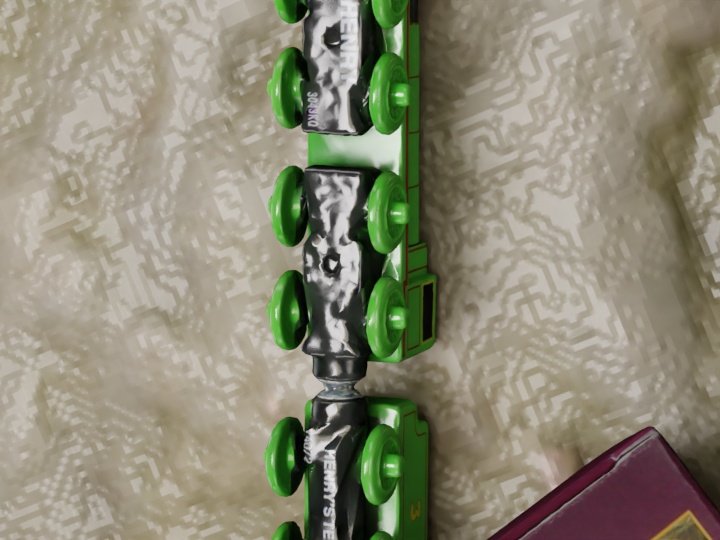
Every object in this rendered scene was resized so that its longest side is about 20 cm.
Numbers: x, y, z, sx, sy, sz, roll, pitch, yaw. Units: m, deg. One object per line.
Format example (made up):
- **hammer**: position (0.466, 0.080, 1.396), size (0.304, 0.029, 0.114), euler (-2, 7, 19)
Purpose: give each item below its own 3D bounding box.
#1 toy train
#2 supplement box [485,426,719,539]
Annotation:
- **toy train**: position (0.000, 0.000, 0.785), size (0.042, 0.056, 0.201), euler (4, 99, 22)
- **supplement box**: position (0.076, 0.163, 0.731), size (0.131, 0.103, 0.200), euler (-35, 85, -14)
